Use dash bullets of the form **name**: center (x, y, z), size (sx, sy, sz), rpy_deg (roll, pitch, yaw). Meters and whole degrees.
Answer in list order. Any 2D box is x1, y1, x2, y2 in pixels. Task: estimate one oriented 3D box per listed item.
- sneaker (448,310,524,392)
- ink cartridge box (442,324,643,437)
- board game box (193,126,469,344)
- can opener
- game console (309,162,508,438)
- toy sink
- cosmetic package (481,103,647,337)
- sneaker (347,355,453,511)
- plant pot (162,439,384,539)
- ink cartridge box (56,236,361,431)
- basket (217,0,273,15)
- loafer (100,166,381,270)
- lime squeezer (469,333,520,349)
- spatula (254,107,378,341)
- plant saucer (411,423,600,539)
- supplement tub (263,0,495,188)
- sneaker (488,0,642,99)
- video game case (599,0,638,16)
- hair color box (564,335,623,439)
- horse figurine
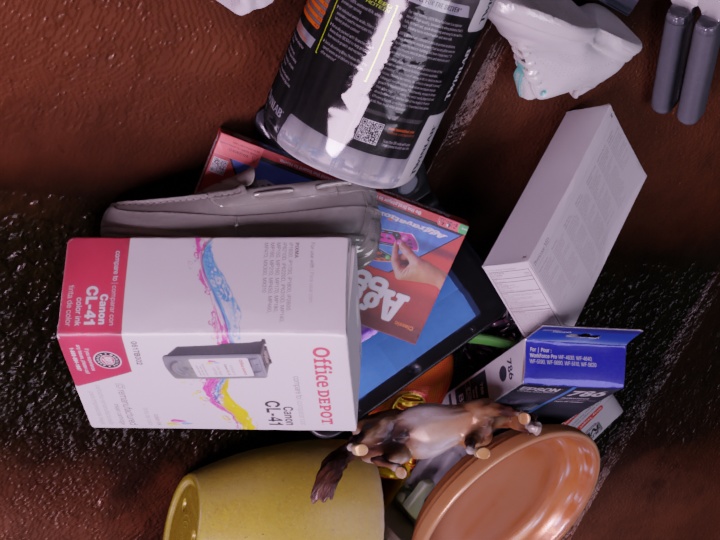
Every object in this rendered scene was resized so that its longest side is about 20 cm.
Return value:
- **sneaker**: center (0.128, 0.044, 1.522), size (0.200, 0.081, 0.075), rpy_deg (-50, -176, 6)
- **ink cartridge box**: center (0.146, 0.098, 1.441), size (0.099, 0.039, 0.200), rpy_deg (4, 155, -23)
- **board game box**: center (-0.030, -0.024, 1.284), size (0.200, 0.019, 0.103), rpy_deg (20, 107, -13)
- **can opener**: center (0.293, -0.215, 1.484), size (0.066, 0.053, 0.200), rpy_deg (-43, 150, -38)
- **game console**: center (0.000, 0.000, 1.350), size (0.200, 0.118, 0.171), rpy_deg (-35, 142, -15)
- **toy sink**: center (0.090, 0.201, 1.606), size (0.200, 0.130, 0.112), rpy_deg (23, 106, -50)
- **cosmetic package**: center (0.172, -0.043, 1.438), size (0.083, 0.051, 0.200), rpy_deg (59, 45, -30)
- **sneaker**: center (0.036, 0.132, 1.470), size (0.073, 0.077, 0.200), rpy_deg (7, 128, -13)
- **plant pot**: center (-0.084, 0.229, 1.443), size (0.142, 0.200, 0.200), rpy_deg (12, 117, -20)
- **ink cartridge box**: center (-0.102, 0.046, 1.220), size (0.199, 0.086, 0.148), rpy_deg (1, 148, 4)
- **basket**: center (-0.081, -0.277, 1.016), size (0.123, 0.136, 0.200), rpy_deg (-37, 141, -18)
- **loafer**: center (-0.085, -0.038, 1.234), size (0.199, 0.070, 0.070), rpy_deg (2, 160, -2)
- **lime squeezer**: center (0.040, 0.073, 1.484), size (0.200, 0.038, 0.071), rpy_deg (-20, 99, 7)
- **spatula**: center (-0.033, -0.034, 1.303), size (0.056, 0.021, 0.200), rpy_deg (-29, 114, -14)
- **plant saucer**: center (0.120, 0.206, 1.496), size (0.200, 0.037, 0.200), rpy_deg (-26, 141, -22)
- **supplement tub**: center (0.019, -0.170, 1.213), size (0.122, 0.123, 0.200), rpy_deg (0, 124, -43)
- **sneaker**: center (0.145, -0.177, 1.376), size (0.200, 0.075, 0.089), rpy_deg (13, 126, -50)
- **video game case**: center (0.227, -0.310, 1.371), size (0.143, 0.019, 0.200), rpy_deg (16, 111, -49)
- **hair color box**: center (0.175, 0.110, 1.660), size (0.101, 0.061, 0.200), rpy_deg (-43, 141, -5)
- **horse figurine**: center (0.052, 0.132, 1.360), size (0.200, 0.133, 0.050), rpy_deg (-13, 94, -4)
